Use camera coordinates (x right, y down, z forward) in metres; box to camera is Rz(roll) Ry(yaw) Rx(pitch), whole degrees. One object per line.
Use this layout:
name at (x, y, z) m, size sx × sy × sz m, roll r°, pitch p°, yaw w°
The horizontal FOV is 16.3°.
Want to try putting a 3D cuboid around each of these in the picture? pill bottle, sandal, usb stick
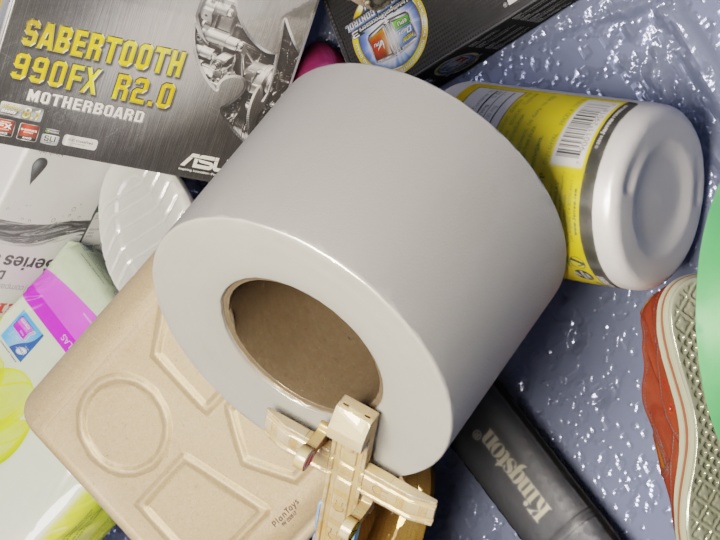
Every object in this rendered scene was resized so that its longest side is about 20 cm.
pill bottle at (0.097, -0.056, 1.516) m, size 0.199 × 0.111 × 0.112 m, roll 11°, pitch 97°, yaw 36°
sandal at (-0.112, 0.007, 1.643) m, size 0.082 × 0.050 × 0.203 m, roll -43°, pitch 61°, yaw 24°
usb stick at (0.105, 0.133, 1.559) m, size 0.056 × 0.033 × 0.200 m, roll -50°, pitch 63°, yaw 26°

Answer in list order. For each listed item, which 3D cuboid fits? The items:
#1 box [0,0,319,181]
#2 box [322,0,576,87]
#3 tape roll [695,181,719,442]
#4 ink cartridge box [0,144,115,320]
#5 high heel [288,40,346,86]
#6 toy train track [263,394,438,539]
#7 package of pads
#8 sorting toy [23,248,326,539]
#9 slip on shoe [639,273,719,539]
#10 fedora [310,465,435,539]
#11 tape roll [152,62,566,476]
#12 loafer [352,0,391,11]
box at (-0.137, -0.146, 1.588) m, size 0.048 × 0.199 × 0.159 m, roll 51°, pitch 126°, yaw 55°
box at (0.058, -0.216, 1.584) m, size 0.200 × 0.044 × 0.161 m, roll -30°, pitch 73°, yaw 33°
tape roll at (0.247, 0.024, 1.350) m, size 0.048 × 0.200 × 0.202 m, roll 0°, pitch 90°, yaw 36°
ink cartridge box at (-0.212, -0.059, 1.716) m, size 0.084 × 0.146 × 0.201 m, roll 44°, pitch 116°, yaw 35°
high heel at (-0.047, -0.051, 1.667) m, size 0.096 × 0.067 × 0.201 m, roll -107°, pitch 27°, yaw -57°
toy train track at (-0.018, 0.150, 1.472) m, size 0.114 × 0.033 × 0.201 m, roll 28°, pitch 141°, yaw 16°
package of pads at (-0.204, 0.105, 1.684) m, size 0.200 × 0.068 × 0.155 m, roll -47°, pitch 59°, yaw 9°
sorting toy at (-0.095, 0.095, 1.576) m, size 0.200 × 0.036 × 0.185 m, roll 48°, pitch 111°, yaw 13°
slip on shoe at (0.203, 0.102, 1.475) m, size 0.061 × 0.074 × 0.201 m, roll 170°, pitch 90°, yaw -70°
fedora at (-0.013, 0.127, 1.610) m, size 0.200 × 0.082 × 0.202 m, roll -6°, pitch 80°, yaw 38°
tape roll at (0.000, 0.000, 1.445) m, size 0.202 × 0.139 × 0.203 m, roll 25°, pitch 146°, yaw 18°
loafer at (0.053, -0.240, 1.522) m, size 0.063 × 0.072 × 0.201 m, roll 35°, pitch 107°, yaw 22°
